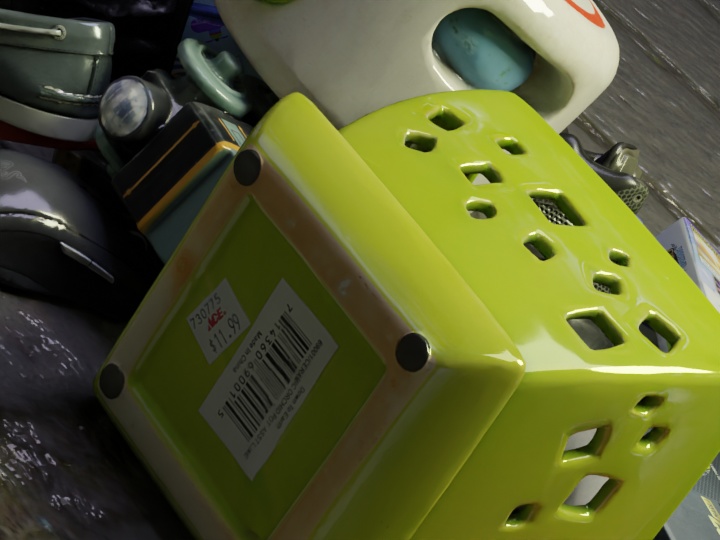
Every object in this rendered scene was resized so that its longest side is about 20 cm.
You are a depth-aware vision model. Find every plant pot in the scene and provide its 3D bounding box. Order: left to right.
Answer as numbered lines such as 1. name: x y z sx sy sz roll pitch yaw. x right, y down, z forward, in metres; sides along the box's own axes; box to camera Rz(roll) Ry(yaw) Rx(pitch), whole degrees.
1. plant pot: 0.015 0.048 1.085 0.181 0.200 0.199 5 38 -49

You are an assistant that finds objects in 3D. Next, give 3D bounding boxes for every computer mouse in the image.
1. computer mouse: -0.133 -0.032 1.212 0.199 0.046 0.141 25 23 -35

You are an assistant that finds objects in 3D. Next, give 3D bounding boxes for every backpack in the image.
1. backpack: -0.085 -0.161 1.383 0.199 0.135 0.183 12 23 -7

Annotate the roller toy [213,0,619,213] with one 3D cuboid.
1. roller toy: 0.031 -0.130 1.240 0.183 0.140 0.200 49 13 6

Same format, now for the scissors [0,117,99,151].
1. scissors: -0.112 -0.060 1.265 0.199 0.014 0.073 12 6 -22

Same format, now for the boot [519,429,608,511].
1. boot: 0.073 0.069 1.287 0.132 0.070 0.200 46 15 -15

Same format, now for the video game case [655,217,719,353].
1. video game case: 0.265 0.080 1.642 0.200 0.045 0.181 45 18 -17

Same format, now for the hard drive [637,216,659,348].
1. hard drive: 0.157 -0.012 1.734 0.132 0.025 0.200 31 20 -20

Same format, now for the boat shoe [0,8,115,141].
1. boat shoe: -0.203 -0.128 1.227 0.199 0.062 0.073 27 17 18

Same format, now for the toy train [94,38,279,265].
1. toy train: -0.047 -0.034 1.218 0.200 0.085 0.114 25 28 -56

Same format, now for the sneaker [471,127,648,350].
1. sneaker: 0.134 0.000 1.462 0.200 0.114 0.076 61 2 -11

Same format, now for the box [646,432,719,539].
1. box: 0.193 0.156 1.374 0.157 0.051 0.200 26 22 -29
